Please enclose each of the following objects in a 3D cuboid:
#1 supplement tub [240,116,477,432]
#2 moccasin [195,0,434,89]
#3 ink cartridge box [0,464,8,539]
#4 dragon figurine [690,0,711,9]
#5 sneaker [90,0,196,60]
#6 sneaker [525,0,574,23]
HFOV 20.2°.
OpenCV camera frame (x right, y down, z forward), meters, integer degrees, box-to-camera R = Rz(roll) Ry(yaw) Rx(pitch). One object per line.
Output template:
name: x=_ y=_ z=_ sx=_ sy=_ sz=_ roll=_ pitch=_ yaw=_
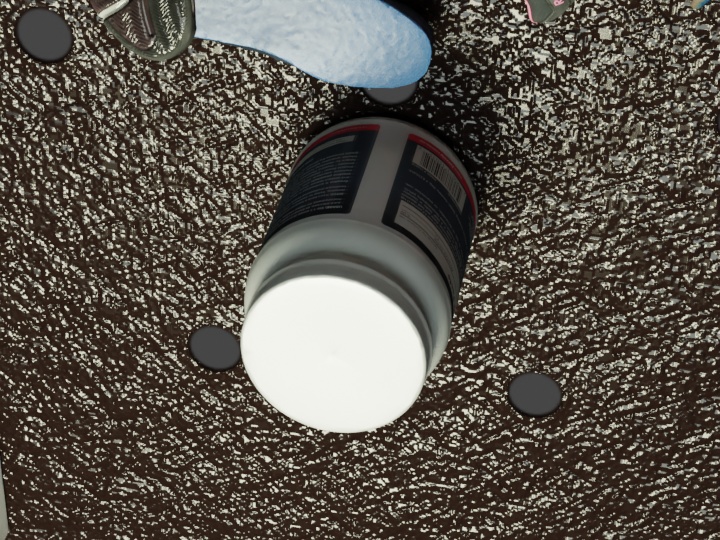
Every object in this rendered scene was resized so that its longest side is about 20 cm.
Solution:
supplement tub: x=0.000 y=0.000 z=1.367 sx=0.139 sy=0.201 sz=0.141 roll=6 pitch=124 yaw=9
moccasin: x=-0.045 y=-0.180 z=1.342 sx=0.198 sy=0.068 sz=0.081 roll=18 pitch=117 yaw=-1
ink cartridge box: x=-0.395 y=0.178 z=1.653 sx=0.198 sy=0.067 sz=0.117 roll=6 pitch=124 yaw=8
dragon figurine: x=0.265 y=-0.207 z=1.210 sx=0.098 sy=0.059 sz=0.201 roll=9 pitch=141 yaw=-7
sneaker: x=-0.137 y=-0.231 z=1.289 sx=0.075 sy=0.115 sz=0.201 roll=-28 pitch=86 yaw=28
sneaker: x=0.066 y=-0.226 z=1.289 sx=0.199 sy=0.079 sz=0.095 roll=32 pitch=135 yaw=-8
